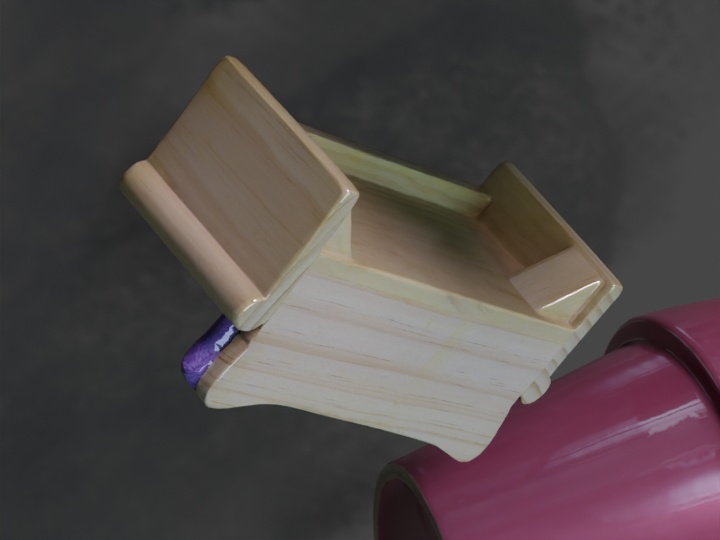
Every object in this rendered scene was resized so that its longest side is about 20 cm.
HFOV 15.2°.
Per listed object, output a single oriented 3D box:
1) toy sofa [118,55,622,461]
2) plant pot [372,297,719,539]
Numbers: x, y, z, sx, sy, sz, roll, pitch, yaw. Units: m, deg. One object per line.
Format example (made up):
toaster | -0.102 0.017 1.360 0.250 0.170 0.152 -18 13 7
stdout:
toy sofa | 0.000 0.000 1.015 0.098 0.083 0.200 -51 146 17
plant pot | 0.110 0.126 1.180 0.179 0.200 0.200 -14 137 -16
